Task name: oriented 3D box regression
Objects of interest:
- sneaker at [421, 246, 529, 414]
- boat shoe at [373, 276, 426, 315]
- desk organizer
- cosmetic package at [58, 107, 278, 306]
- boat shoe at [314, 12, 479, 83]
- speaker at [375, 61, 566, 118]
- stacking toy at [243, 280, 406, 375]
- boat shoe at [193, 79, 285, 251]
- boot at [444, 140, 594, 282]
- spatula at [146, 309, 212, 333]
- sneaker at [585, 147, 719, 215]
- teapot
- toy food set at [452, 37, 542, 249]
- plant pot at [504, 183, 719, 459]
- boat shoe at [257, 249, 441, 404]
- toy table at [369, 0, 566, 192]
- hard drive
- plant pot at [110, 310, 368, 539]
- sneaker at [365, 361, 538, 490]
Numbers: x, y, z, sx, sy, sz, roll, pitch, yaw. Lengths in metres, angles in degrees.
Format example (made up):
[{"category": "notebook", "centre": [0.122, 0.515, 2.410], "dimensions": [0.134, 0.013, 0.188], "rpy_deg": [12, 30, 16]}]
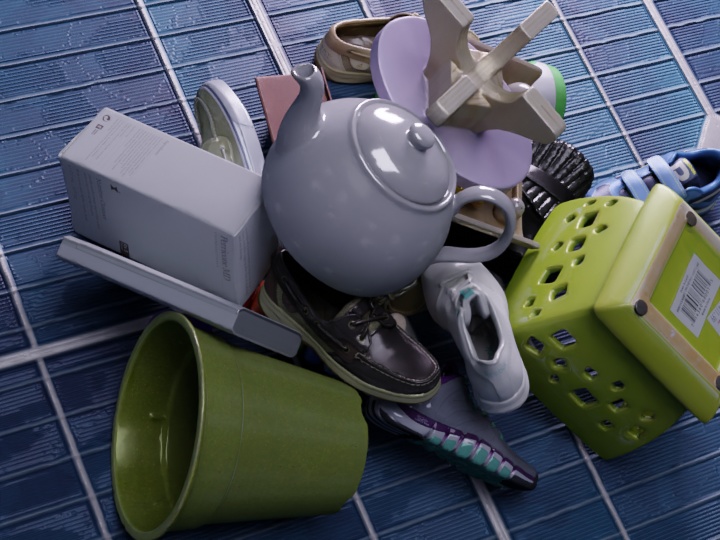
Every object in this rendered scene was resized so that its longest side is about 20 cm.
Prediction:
[{"category": "sneaker", "centre": [0.107, 0.036, 1.591], "dimensions": [0.075, 0.089, 0.201], "rpy_deg": [-25, 49, 0]}, {"category": "boat shoe", "centre": [0.001, -0.002, 1.638], "dimensions": [0.200, 0.073, 0.063], "rpy_deg": [39, 16, -39]}, {"category": "desk organizer", "centre": [-0.057, -0.102, 1.716], "dimensions": [0.076, 0.072, 0.202], "rpy_deg": [-7, 65, -21]}, {"category": "cosmetic package", "centre": [-0.179, -0.060, 1.590], "dimensions": [0.199, 0.113, 0.081], "rpy_deg": [24, 54, 20]}, {"category": "boat shoe", "centre": [0.050, -0.246, 1.839], "dimensions": [0.198, 0.065, 0.072], "rpy_deg": [-8, 65, -24]}, {"category": "speaker", "centre": [0.120, -0.188, 1.820], "dimensions": [0.198, 0.089, 0.089], "rpy_deg": [-1, 62, -21]}, {"category": "stacking toy", "centre": [-0.059, 0.047, 1.630], "dimensions": [0.198, 0.086, 0.086], "rpy_deg": [23, 57, -2]}, {"category": "boat shoe", "centre": [-0.133, -0.101, 1.688], "dimensions": [0.061, 0.072, 0.201], "rpy_deg": [-14, 70, -24]}, {"category": "boot", "centre": [0.138, -0.093, 1.775], "dimensions": [0.210, 0.079, 0.159], "rpy_deg": [32, 62, -14]}, {"category": "spatula", "centre": [-0.114, 0.092, 1.615], "dimensions": [0.198, 0.021, 0.057], "rpy_deg": [22, 69, -11]}, {"category": "sneaker", "centre": [0.323, -0.089, 1.843], "dimensions": [0.199, 0.082, 0.074], "rpy_deg": [-21, 72, -27]}, {"category": "teapot", "centre": [0.019, -0.081, 1.517], "dimensions": [0.199, 0.146, 0.199], "rpy_deg": [-11, 69, -49]}, {"category": "toy food set", "centre": [0.126, -0.132, 1.686], "dimensions": [0.142, 0.060, 0.202], "rpy_deg": [17, 64, -32]}, {"category": "plant pot", "centre": [0.275, 0.043, 1.659], "dimensions": [0.199, 0.181, 0.201], "rpy_deg": [44, 57, -18]}, {"category": "boat shoe", "centre": [-0.010, 0.051, 1.546], "dimensions": [0.199, 0.065, 0.073], "rpy_deg": [30, 46, 16]}, {"category": "toy table", "centre": [0.109, -0.178, 1.602], "dimensions": [0.199, 0.117, 0.184], "rpy_deg": [38, 60, -8]}, {"category": "hard drive", "centre": [-0.164, 0.024, 1.529], "dimensions": [0.199, 0.132, 0.026], "rpy_deg": [21, 86, 26]}, {"category": "plant pot", "centre": [-0.100, 0.151, 1.506], "dimensions": [0.188, 0.200, 0.202], "rpy_deg": [11, 58, -28]}, {"category": "sneaker", "centre": [0.102, 0.142, 1.606], "dimensions": [0.199, 0.074, 0.088], "rpy_deg": [30, 74, -26]}]
